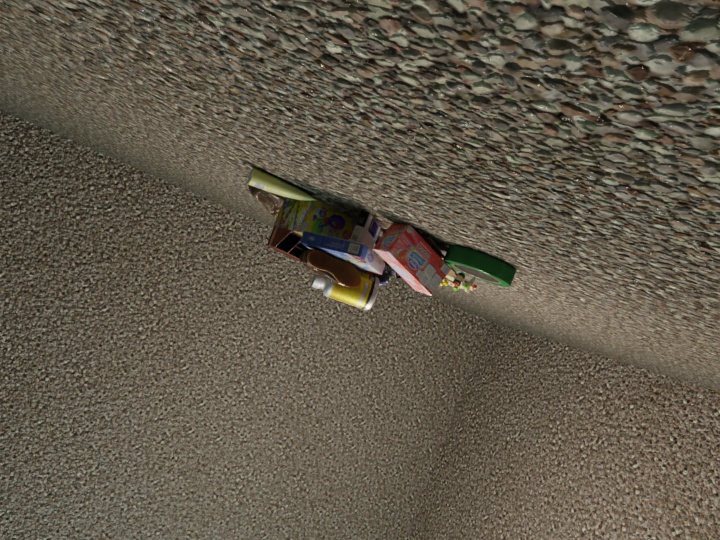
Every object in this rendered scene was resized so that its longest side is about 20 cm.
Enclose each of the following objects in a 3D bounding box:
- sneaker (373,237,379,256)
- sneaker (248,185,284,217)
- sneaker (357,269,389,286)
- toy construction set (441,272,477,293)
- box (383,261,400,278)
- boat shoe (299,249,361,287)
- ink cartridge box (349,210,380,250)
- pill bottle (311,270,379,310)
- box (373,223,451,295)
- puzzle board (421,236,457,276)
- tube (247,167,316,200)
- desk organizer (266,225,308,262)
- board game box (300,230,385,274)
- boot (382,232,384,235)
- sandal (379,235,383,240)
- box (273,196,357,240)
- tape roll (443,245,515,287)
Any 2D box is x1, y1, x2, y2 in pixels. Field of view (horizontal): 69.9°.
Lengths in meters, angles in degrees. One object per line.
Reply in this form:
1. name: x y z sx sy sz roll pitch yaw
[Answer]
1. sneaker: 0.041 -0.096 1.866 0.091 0.078 0.200 14 174 43
2. sneaker: -0.321 -0.256 1.787 0.076 0.070 0.200 49 179 24
3. sneaker: 0.000 0.000 1.702 0.200 0.076 0.078 18 165 -3
4. toy construction set: 0.336 0.039 1.926 0.200 0.092 0.131 13 150 14
5. box: 0.183 -0.012 1.763 0.200 0.050 0.158 -6 -175 -18
6. boat shoe: -0.090 -0.007 1.535 0.200 0.071 0.070 32 159 -29
7. ink cartridge box: 0.018 -0.110 1.552 0.037 0.095 0.200 20 177 14
8. pill bottle: -0.049 0.043 1.633 0.200 0.113 0.112 20 177 -10
9. box: 0.147 -0.032 1.462 0.200 0.103 0.095 42 168 -26
10. puzzle board: 0.193 -0.049 1.564 0.150 0.017 0.200 9 153 42
11. tube: -0.230 -0.242 1.514 0.200 0.052 0.058 20 -140 -23
12. desk organizer: -0.206 -0.076 1.695 0.077 0.072 0.200 17 173 35
13. board game box: -0.049 -0.052 1.544 0.200 0.043 0.199 14 172 24
14. boot: 0.122 -0.066 1.786 0.074 0.076 0.200 18 176 34
15. sandal: 0.160 -0.068 1.668 0.202 0.083 0.050 20 -140 10
16. box: -0.145 -0.153 1.706 0.200 0.122 0.192 25 176 -36
17. tape roll: 0.336 -0.011 1.462 0.200 0.048 0.200 22 176 1
